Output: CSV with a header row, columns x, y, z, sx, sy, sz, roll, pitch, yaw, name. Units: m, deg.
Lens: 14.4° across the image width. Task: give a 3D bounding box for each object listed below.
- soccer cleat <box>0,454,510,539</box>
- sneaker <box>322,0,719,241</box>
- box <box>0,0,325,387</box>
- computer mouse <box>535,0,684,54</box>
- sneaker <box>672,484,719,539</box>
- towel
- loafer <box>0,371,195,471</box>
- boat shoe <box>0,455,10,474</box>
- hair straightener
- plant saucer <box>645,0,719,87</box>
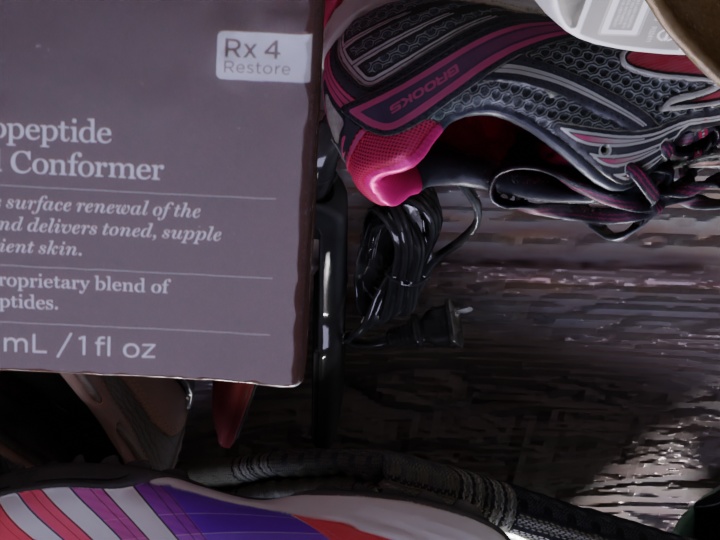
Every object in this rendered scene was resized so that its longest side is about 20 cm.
x,y,z,sx,sy,sz,roll,pitch,yaw,name
-0.050,0.108,0.925,0.199,0.074,0.068,4,152,18,soccer cleat
0.086,-0.045,0.807,0.199,0.075,0.081,3,149,-7,sneaker
-0.055,-0.077,0.658,0.099,0.075,0.201,2,113,-1,box
0.138,-0.090,0.715,0.199,0.044,0.110,2,150,-11,computer mouse
0.216,0.110,1.070,0.199,0.074,0.118,-14,144,19,sneaker
0.031,0.105,1.038,0.192,0.035,0.200,19,165,-30,towel
-0.123,0.024,0.932,0.072,0.063,0.200,-19,145,30,loafer
-0.178,0.043,0.966,0.063,0.071,0.200,-8,156,15,boat shoe
0.000,0.000,0.927,0.076,0.041,0.200,5,145,-8,hair straightener
0.146,-0.120,0.642,0.199,0.035,0.201,-2,113,-5,plant saucer
